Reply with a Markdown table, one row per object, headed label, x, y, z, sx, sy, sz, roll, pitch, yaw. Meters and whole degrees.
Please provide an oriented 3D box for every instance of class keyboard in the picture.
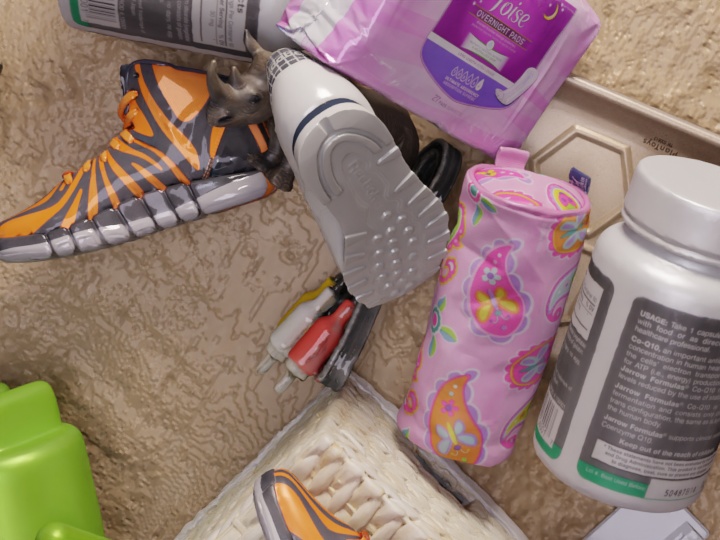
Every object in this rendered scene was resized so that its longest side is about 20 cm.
| label | x | y | z | sx | sy | sz | roll | pitch | yaw |
| --- | --- | --- | --- | --- | --- | --- | --- | --- | --- |
| keyboard | 0.149 | 0.228 | 1.327 | 0.200 | 0.011 | 0.056 | -44 | 85 | 11 |

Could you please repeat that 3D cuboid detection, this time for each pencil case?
| label | x | y | z | sx | sy | sz | roll | pitch | yaw |
| --- | --- | --- | --- | --- | --- | --- | --- | --- | --- |
| pencil case | 0.085 | 0.026 | 1.238 | 0.087 | 0.087 | 0.200 | 16 | 114 | 5 |

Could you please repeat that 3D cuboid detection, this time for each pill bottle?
| label | x | y | z | sx | sy | sz | roll | pitch | yaw |
| --- | --- | --- | --- | --- | --- | --- | --- | --- | --- |
| pill bottle | -0.088 | -0.195 | 1.246 | 0.199 | 0.113 | 0.113 | 12 | 99 | 6 |
| pill bottle | 0.188 | 0.039 | 1.195 | 0.113 | 0.113 | 0.200 | 18 | 112 | 5 |

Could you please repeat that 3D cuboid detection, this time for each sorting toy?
| label | x | y | z | sx | sy | sz | roll | pitch | yaw |
| --- | --- | --- | --- | --- | --- | --- | --- | --- | --- |
| sorting toy | 0.171 | -0.012 | 1.280 | 0.185 | 0.036 | 0.200 | 23 | 105 | 4 |

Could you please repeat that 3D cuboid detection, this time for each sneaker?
| label | x | y | z | sx | sy | sz | roll | pitch | yaw |
| --- | --- | --- | --- | --- | --- | --- | --- | --- | --- |
| sneaker | 0.026 | 0.184 | 1.145 | 0.112 | 0.078 | 0.200 | -34 | 95 | 6 |
| sneaker | -0.162 | -0.077 | 1.293 | 0.200 | 0.078 | 0.112 | -17 | 91 | -1 |
| sneaker | -0.004 | -0.055 | 1.176 | 0.076 | 0.200 | 0.081 | -32 | 52 | -8 |

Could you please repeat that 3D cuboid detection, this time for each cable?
| label | x | y | z | sx | sy | sz | roll | pitch | yaw |
| --- | --- | --- | --- | --- | --- | --- | --- | --- | --- |
| cable | 0.000 | 0.000 | 1.272 | 0.050 | 0.097 | 0.200 | 28 | 103 | -18 |

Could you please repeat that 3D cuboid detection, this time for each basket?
| label | x | y | z | sx | sy | sz | roll | pitch | yaw |
| --- | --- | --- | --- | --- | --- | --- | --- | --- | --- |
| basket | -0.015 | 0.211 | 1.271 | 0.198 | 0.161 | 0.200 | 44 | 103 | -1 |

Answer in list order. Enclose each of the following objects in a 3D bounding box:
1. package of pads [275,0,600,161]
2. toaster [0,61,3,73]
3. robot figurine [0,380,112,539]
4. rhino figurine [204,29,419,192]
| label | x | y | z | sx | sy | sz | roll | pitch | yaw |
| --- | --- | --- | --- | --- | --- | --- | --- | --- | --- |
| package of pads | 0.051 | -0.156 | 1.184 | 0.076 | 0.200 | 0.121 | 42 | 102 | 39 |
| toaster | -0.342 | -0.107 | 1.263 | 0.119 | 0.181 | 0.200 | 37 | 102 | -2 |
| robot figurine | -0.236 | 0.180 | 1.317 | 0.175 | 0.116 | 0.201 | -4 | 100 | 35 |
| rhino figurine | -0.034 | -0.094 | 1.222 | 0.060 | 0.200 | 0.088 | 38 | 96 | 41 |
